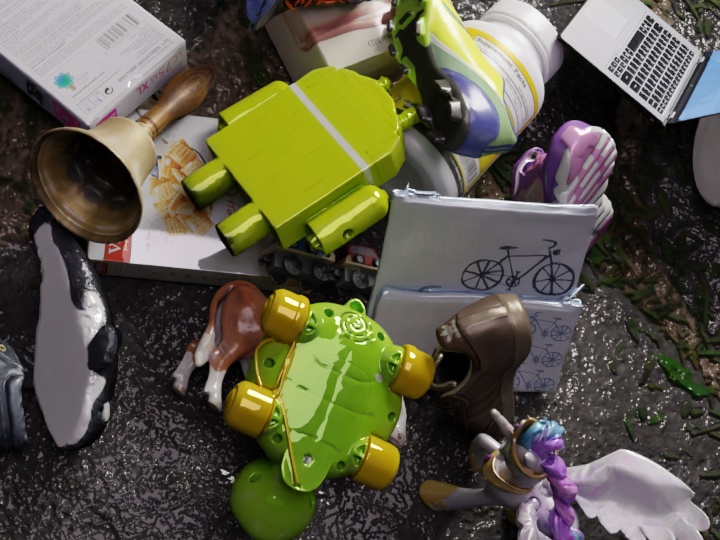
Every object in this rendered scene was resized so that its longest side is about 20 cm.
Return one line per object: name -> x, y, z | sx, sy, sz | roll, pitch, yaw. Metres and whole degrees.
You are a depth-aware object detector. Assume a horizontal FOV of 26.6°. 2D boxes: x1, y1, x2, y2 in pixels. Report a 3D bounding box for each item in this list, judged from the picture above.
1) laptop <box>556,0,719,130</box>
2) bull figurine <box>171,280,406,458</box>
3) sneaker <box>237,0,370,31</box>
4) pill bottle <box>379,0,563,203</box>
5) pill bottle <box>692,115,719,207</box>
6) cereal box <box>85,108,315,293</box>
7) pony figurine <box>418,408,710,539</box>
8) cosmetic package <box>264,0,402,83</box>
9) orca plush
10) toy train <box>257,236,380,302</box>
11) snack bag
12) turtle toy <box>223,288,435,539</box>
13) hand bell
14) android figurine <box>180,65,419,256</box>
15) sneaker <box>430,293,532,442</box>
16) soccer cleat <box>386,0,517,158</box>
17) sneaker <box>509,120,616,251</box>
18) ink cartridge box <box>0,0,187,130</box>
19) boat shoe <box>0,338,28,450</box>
laptop -> 0.311, -0.220, 1.403 | 0.200, 0.116, 0.187 | 40, 35, 0
bull figurine -> -0.057, 0.099, 1.261 | 0.200, 0.065, 0.122 | 40, 68, 1
sneaker -> -0.021, -0.259, 1.298 | 0.199, 0.075, 0.079 | -36, 86, -21
pill bottle -> 0.092, -0.149, 1.363 | 0.112, 0.113, 0.200 | 42, 66, 2
pill bottle -> 0.427, -0.108, 1.437 | 0.198, 0.114, 0.115 | 5, 70, -13
cereal box -> -0.133, -0.061, 1.310 | 0.198, 0.040, 0.145 | 5, 69, -14
pony figurine -> 0.148, 0.197, 1.208 | 0.193, 0.200, 0.167 | 44, 66, 3
cosmetic package -> -0.038, -0.259, 1.379 | 0.103, 0.087, 0.201 | -24, 79, -22
orca plush -> -0.232, 0.049, 1.248 | 0.071, 0.105, 0.201 | 16, 45, -58
toy train -> 0.000, 0.000, 1.298 | 0.199, 0.034, 0.046 | 12, 63, -32
snack bag -> 0.099, 0.022, 1.275 | 0.187, 0.201, 0.021 | 4, 35, -13
turtle toy -> -0.040, 0.115, 1.177 | 0.145, 0.101, 0.202 | 25, 77, -13
hand bell -> -0.174, -0.119, 1.258 | 0.104, 0.104, 0.200 | 37, 44, 0
android figurine -> -0.045, -0.095, 1.262 | 0.199, 0.041, 0.182 | -34, 55, -12
sneaker -> 0.085, 0.084, 1.238 | 0.075, 0.201, 0.071 | -12, 57, -12
soccer cleat -> 0.079, -0.175, 1.288 | 0.083, 0.065, 0.201 | 8, 49, -30
sneaker -> 0.168, -0.076, 1.326 | 0.088, 0.200, 0.081 | 39, 77, 19
ink cartridge box -> -0.260, -0.207, 1.311 | 0.200, 0.042, 0.119 | 39, 65, 15
boat shoe -> -0.322, 0.054, 1.208 | 0.090, 0.071, 0.202 | -10, 81, -19
